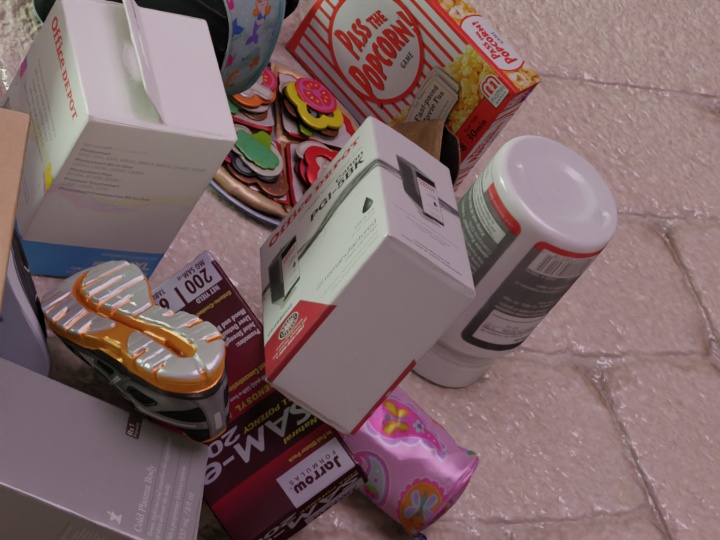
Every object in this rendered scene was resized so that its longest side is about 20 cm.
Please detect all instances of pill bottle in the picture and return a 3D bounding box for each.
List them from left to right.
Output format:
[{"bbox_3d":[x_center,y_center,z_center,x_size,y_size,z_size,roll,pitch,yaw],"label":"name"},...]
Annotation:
[{"bbox_3d":[0.109,-0.003,1.833,0.113,0.200,0.114,21,42,-20],"label":"pill bottle"}]

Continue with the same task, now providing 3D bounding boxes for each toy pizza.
[{"bbox_3d":[-0.067,-0.116,1.939,0.199,0.032,0.201,20,43,-20],"label":"toy pizza"}]

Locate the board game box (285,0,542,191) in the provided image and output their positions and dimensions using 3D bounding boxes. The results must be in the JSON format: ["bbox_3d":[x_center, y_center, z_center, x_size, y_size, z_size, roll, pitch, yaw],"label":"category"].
[{"bbox_3d":[0.044,-0.183,1.994,0.200,0.152,0.046,48,40,13],"label":"board game box"}]

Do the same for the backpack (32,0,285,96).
[{"bbox_3d":[-0.154,-0.229,1.865,0.200,0.178,0.150,44,41,21],"label":"backpack"}]

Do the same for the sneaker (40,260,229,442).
[{"bbox_3d":[-0.158,0.057,1.594,0.078,0.078,0.200,-31,38,-21],"label":"sneaker"}]

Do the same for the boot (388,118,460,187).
[{"bbox_3d":[0.035,-0.053,1.907,0.074,0.075,0.201,51,37,-37],"label":"boot"}]

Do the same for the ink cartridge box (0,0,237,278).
[{"bbox_3d":[-0.187,-0.104,1.707,0.125,0.200,0.129,7,49,-31],"label":"ink cartridge box"}]

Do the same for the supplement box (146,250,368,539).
[{"bbox_3d":[-0.095,0.099,1.652,0.109,0.061,0.200,-36,73,-4],"label":"supplement box"}]

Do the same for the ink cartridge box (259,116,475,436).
[{"bbox_3d":[0.000,0.000,1.644,0.083,0.147,0.200,33,20,-19],"label":"ink cartridge box"}]

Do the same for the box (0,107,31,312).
[{"bbox_3d":[-0.310,-0.024,1.500,0.162,0.021,0.201,11,71,-15],"label":"box"}]

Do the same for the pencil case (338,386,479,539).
[{"bbox_3d":[-0.003,0.115,1.734,0.200,0.088,0.087,39,40,0],"label":"pencil case"}]

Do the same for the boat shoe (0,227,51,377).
[{"bbox_3d":[-0.265,-0.009,1.602,0.066,0.070,0.201,-105,173,-68],"label":"boat shoe"}]

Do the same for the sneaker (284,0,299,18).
[{"bbox_3d":[-0.092,-0.265,2.040,0.089,0.079,0.200,41,47,-8],"label":"sneaker"}]

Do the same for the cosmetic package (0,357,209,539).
[{"bbox_3d":[-0.212,0.141,1.547,0.199,0.090,0.107,25,44,-20],"label":"cosmetic package"}]
